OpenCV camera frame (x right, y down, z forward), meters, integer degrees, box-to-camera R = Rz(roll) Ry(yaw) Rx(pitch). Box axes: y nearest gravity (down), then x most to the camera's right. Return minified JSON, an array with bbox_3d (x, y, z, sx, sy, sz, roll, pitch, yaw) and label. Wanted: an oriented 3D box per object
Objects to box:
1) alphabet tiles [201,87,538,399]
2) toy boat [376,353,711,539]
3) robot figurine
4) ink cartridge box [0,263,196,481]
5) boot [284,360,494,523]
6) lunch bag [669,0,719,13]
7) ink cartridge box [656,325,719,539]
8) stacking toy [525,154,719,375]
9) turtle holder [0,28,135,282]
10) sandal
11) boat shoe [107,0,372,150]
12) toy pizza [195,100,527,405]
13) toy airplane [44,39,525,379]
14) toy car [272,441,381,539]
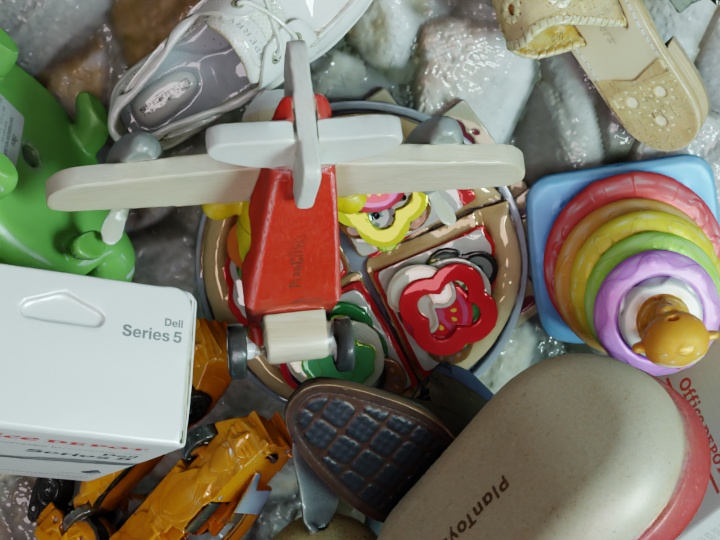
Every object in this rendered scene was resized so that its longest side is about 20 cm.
[{"bbox_3d":[0.012,-0.006,1.159,0.199,0.006,0.167,-35,103,12],"label":"alphabet tiles"},{"bbox_3d":[0.111,0.144,1.026,0.130,0.131,0.200,27,112,-37],"label":"toy boat"},{"bbox_3d":[-0.122,0.131,1.151,0.200,0.058,0.145,-48,57,26],"label":"robot figurine"},{"bbox_3d":[-0.187,0.059,1.039,0.145,0.200,0.085,8,76,-21],"label":"ink cartridge box"},{"bbox_3d":[0.030,0.094,1.105,0.199,0.097,0.075,30,110,-29],"label":"boot"},{"bbox_3d":[0.177,-0.258,1.017,0.164,0.118,0.200,-36,98,12],"label":"lunch bag"},{"bbox_3d":[0.185,0.129,1.119,0.200,0.115,0.068,-42,127,21],"label":"ink cartridge box"},{"bbox_3d":[0.161,0.015,1.058,0.115,0.200,0.111,-9,107,0],"label":"stacking toy"},{"bbox_3d":[-0.212,-0.041,1.102,0.131,0.185,0.142,-27,68,23],"label":"turtle holder"},{"bbox_3d":[0.113,-0.138,1.068,0.212,0.070,0.077,48,137,-14],"label":"sandal"},{"bbox_3d":[-0.062,-0.132,1.089,0.200,0.069,0.071,-40,99,12],"label":"boat shoe"},{"bbox_3d":[0.000,0.000,1.141,0.199,0.032,0.202,1,108,2],"label":"toy pizza"},{"bbox_3d":[-0.040,-0.051,1.040,0.199,0.142,0.200,-35,134,26],"label":"toy airplane"},{"bbox_3d":[-0.039,0.189,1.100,0.157,0.164,0.201,15,83,34],"label":"toy car"}]
